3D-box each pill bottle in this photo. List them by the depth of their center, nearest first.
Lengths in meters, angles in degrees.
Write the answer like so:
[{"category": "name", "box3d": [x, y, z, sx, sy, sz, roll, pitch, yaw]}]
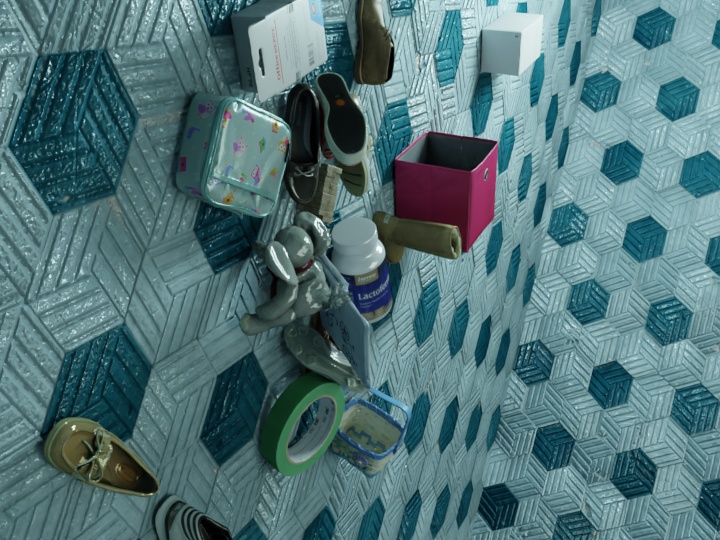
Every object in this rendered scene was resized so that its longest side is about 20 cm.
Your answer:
[{"category": "pill bottle", "box3d": [0.000, 0.000, 1.466, 0.116, 0.113, 0.203, -53, 144, -39]}]

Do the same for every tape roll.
[{"category": "tape roll", "box3d": [-0.111, 0.302, 1.407, 0.199, 0.048, 0.204, -36, 140, -37]}]

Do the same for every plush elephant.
[{"category": "plush elephant", "box3d": [-0.119, -0.002, 1.187, 0.164, 0.196, 0.158, -38, 112, -53]}]

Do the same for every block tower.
[{"category": "block tower", "box3d": [-0.087, -0.094, 1.316, 0.054, 0.057, 0.205, 3, 101, -63]}]

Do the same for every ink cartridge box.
[{"category": "ink cartridge box", "box3d": [-0.132, -0.348, 1.095, 0.200, 0.065, 0.118, -49, 142, -45]}]

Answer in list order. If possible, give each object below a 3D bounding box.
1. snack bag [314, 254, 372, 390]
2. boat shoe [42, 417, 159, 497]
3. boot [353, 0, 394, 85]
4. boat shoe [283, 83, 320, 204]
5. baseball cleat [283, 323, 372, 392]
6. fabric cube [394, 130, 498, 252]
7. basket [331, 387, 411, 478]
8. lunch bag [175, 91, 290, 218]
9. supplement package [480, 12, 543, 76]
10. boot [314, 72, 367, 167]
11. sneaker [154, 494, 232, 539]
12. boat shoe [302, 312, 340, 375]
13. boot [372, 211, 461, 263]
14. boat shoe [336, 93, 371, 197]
[{"category": "snack bag", "box3d": [-0.028, 0.089, 1.278, 0.021, 0.201, 0.191, -22, 139, -19]}, {"category": "boat shoe", "box3d": [-0.339, 0.253, 0.955, 0.075, 0.061, 0.201, -66, 151, -20]}, {"category": "boot", "box3d": [0.036, -0.461, 1.376, 0.073, 0.074, 0.205, -25, 122, -56]}, {"category": "boat shoe", "box3d": [-0.100, -0.211, 1.208, 0.057, 0.065, 0.206, -142, -129, -71]}, {"category": "baseball cleat", "box3d": [-0.069, 0.177, 1.384, 0.070, 0.198, 0.106, -53, -178, -15]}, {"category": "fabric cube", "box3d": [0.206, -0.192, 1.700, 0.196, 0.196, 0.204, -44, 140, -49]}, {"category": "basket", "box3d": [0.021, 0.349, 1.600, 0.138, 0.174, 0.204, -26, 136, -53]}, {"category": "lunch bag", "box3d": [-0.182, -0.163, 1.065, 0.199, 0.075, 0.165, 11, 91, -64]}, {"category": "supplement package", "box3d": [0.431, -0.648, 2.036, 0.200, 0.117, 0.124, -45, 141, -47]}, {"category": "boot", "box3d": [-0.037, -0.220, 1.232, 0.146, 0.070, 0.203, 97, -19, -51]}, {"category": "sneaker", "box3d": [-0.259, 0.460, 1.150, 0.076, 0.113, 0.205, -46, 141, -45]}, {"category": "boat shoe", "box3d": [-0.067, 0.143, 1.447, 0.070, 0.069, 0.206, -7, 109, -66]}, {"category": "boot", "box3d": [0.134, -0.055, 1.614, 0.067, 0.196, 0.176, -64, 151, -21]}, {"category": "boat shoe", "box3d": [-0.008, -0.241, 1.385, 0.068, 0.073, 0.204, -46, 140, -37]}]
